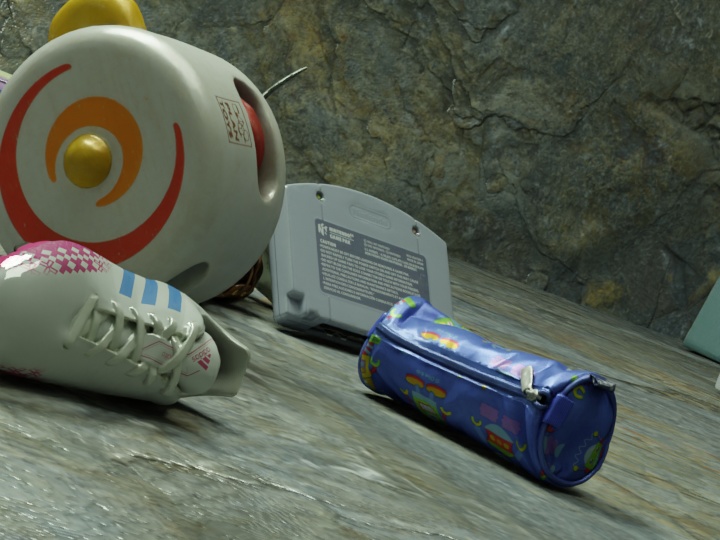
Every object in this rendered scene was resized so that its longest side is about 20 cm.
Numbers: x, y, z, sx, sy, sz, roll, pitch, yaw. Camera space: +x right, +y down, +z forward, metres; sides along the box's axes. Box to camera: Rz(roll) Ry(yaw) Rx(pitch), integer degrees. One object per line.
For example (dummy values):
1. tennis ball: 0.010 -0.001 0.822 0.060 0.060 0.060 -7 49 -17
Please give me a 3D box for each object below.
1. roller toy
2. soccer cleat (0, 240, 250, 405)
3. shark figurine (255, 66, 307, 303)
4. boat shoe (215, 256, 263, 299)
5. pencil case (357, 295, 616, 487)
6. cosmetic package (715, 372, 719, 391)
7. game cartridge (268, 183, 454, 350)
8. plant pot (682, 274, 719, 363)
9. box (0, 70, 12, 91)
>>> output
1. roller toy: -0.152 -0.069 1.361 0.182 0.200 0.140 29 7 20
2. soccer cleat: -0.121 0.031 1.038 0.086 0.070 0.200 23 4 23
3. shark figurine: -0.083 -0.067 1.784 0.128 0.215 0.089 4 20 39
4. boat shoe: -0.111 -0.012 1.666 0.067 0.072 0.200 19 1 -2
5. pencil case: 0.085 0.080 1.412 0.200 0.078 0.087 24 -18 43
6. cosmetic package: 0.663 0.147 2.983 0.200 0.165 0.165 20 4 -24
7. game cartridge: 0.000 0.000 1.721 0.041 0.133 0.200 -20 -28 40
8. plant pot: 0.775 0.115 3.948 0.200 0.196 0.196 32 8 25
9. box: -0.312 -0.123 1.914 0.176 0.097 0.200 21 3 -5
